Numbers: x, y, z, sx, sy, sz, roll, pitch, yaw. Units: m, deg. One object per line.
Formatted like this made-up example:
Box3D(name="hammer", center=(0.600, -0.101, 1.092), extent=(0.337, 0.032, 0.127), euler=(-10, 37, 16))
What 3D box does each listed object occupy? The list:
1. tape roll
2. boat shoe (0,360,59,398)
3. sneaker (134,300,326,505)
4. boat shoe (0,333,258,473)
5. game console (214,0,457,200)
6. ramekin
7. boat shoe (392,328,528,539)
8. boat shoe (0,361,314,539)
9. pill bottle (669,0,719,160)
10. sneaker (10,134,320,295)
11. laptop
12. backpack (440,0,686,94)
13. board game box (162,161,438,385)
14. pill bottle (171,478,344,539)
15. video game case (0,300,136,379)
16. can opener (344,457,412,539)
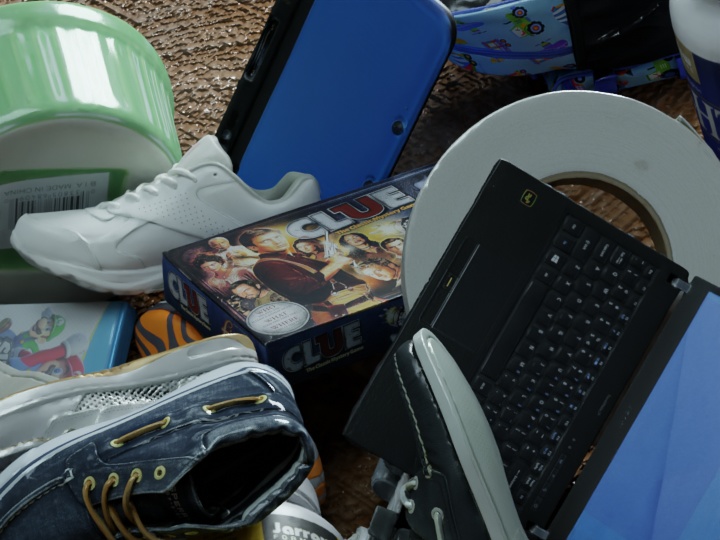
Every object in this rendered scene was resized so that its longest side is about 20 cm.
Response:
Box3D(name="tape roll", center=(0.122, -0.001, 1.582), extent=(0.202, 0.204, 0.037), euler=(-26, -4, -5))
Box3D(name="boat shoe", center=(-0.229, 0.080, 1.679), extent=(0.199, 0.061, 0.074), euler=(21, 50, 34))
Box3D(name="sneaker", center=(-0.112, 0.090, 1.643), extent=(0.112, 0.078, 0.200), euler=(-23, 37, -19))
Box3D(name="boat shoe", center=(-0.144, 0.096, 1.538), extent=(0.199, 0.071, 0.070), euler=(-19, 71, -7))
Box3D(name="game console", center=(-0.009, -0.129, 1.795), extent=(0.118, 0.201, 0.171), euler=(28, 28, 1))
Box3D(name="ramekin", center=(-0.205, -0.063, 1.781), extent=(0.199, 0.200, 0.098), euler=(-22, 47, 0))
Box3D(name="boat shoe", center=(0.053, 0.131, 1.468), extent=(0.060, 0.201, 0.076), euler=(-24, -6, 15))
Box3D(name="boat shoe", center=(-0.119, 0.117, 1.467), extent=(0.200, 0.071, 0.091), euler=(-30, 20, -3))
Box3D(name="pill bottle", center=(0.246, -0.138, 1.649), extent=(0.119, 0.201, 0.120), euler=(-13, 40, 11))
Box3D(name="sneaker", center=(-0.116, -0.036, 1.732), extent=(0.199, 0.100, 0.078), euler=(2, 10, -14))
Box3D(name="laptop", center=(0.122, 0.067, 1.503), extent=(0.178, 0.199, 0.103), euler=(-59, 9, -1))
Box3D(name="backpack", center=(0.119, -0.194, 1.818), extent=(0.199, 0.135, 0.183), euler=(-15, 41, 7))
Box3D(name="board game box", center=(0.000, 0.000, 1.657), extent=(0.199, 0.035, 0.135), euler=(-19, 31, -25))
Box3D(name="pill bottle", center=(-0.052, 0.196, 1.486), extent=(0.112, 0.113, 0.201), euler=(-18, 40, 5))
Box3D(name="video game case", center=(-0.241, 0.087, 1.730), extent=(0.199, 0.018, 0.144), euler=(-2, 61, 25))
Box3D(name="can opener", center=(0.037, 0.115, 1.595), extent=(0.066, 0.053, 0.201), euler=(21, 50, -4))
